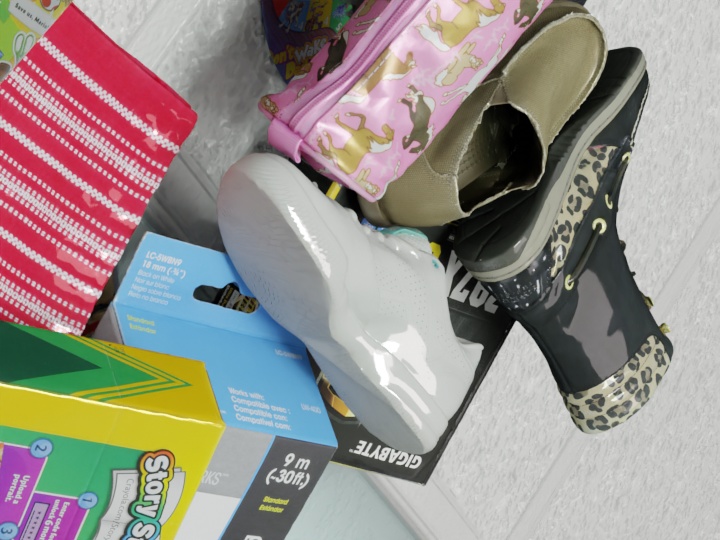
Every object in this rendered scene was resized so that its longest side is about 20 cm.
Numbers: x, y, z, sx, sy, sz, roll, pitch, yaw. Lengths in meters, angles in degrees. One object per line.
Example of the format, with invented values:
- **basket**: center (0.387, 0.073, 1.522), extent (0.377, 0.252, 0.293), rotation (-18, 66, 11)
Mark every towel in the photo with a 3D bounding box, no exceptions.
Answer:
- **towel**: center (-0.163, -0.027, 1.069), extent (0.145, 0.022, 0.201), rotation (43, 66, -45)

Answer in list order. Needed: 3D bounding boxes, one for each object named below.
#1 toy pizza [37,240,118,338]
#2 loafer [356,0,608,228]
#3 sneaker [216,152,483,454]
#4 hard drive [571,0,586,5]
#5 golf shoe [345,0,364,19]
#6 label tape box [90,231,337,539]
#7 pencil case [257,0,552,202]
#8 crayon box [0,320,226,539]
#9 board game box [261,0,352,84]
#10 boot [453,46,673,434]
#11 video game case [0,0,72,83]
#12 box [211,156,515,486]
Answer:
- **toy pizza**: center (-0.187, 0.048, 1.116), extent (0.200, 0.032, 0.201), rotation (-33, 135, -40)
- **loafer**: center (0.081, -0.080, 1.228), extent (0.200, 0.067, 0.076), rotation (-43, 136, -31)
- **sneaker**: center (0.000, 0.000, 1.156), extent (0.089, 0.075, 0.200), rotation (-50, 128, -23)
- **hard drive**: center (0.098, -0.176, 1.326), extent (0.135, 0.042, 0.200), rotation (-59, 164, -10)
- **golf shoe**: center (0.055, -0.169, 1.180), extent (0.078, 0.094, 0.201), rotation (-10, 119, -78)
- **label tape box**: center (-0.091, 0.093, 1.161), extent (0.144, 0.063, 0.201), rotation (15, 110, -45)
- **pencil case**: center (0.037, -0.127, 1.116), extent (0.086, 0.083, 0.200), rotation (36, 100, -26)
- **crayon box**: center (-0.180, 0.121, 1.042), extent (0.172, 0.058, 0.201), rotation (13, 117, -27)
- **board game box**: center (0.023, -0.180, 1.262), extent (0.200, 0.039, 0.159), rotation (-18, 125, -49)
- **boot**: center (0.139, -0.020, 1.315), extent (0.154, 0.073, 0.204), rotation (57, 46, -27)
- **video game case**: center (-0.217, -0.133, 0.947), extent (0.182, 0.023, 0.200), rotation (-53, 139, -20)
- **box**: center (0.001, 0.032, 1.286), extent (0.200, 0.049, 0.160), rotation (20, 99, -48)
